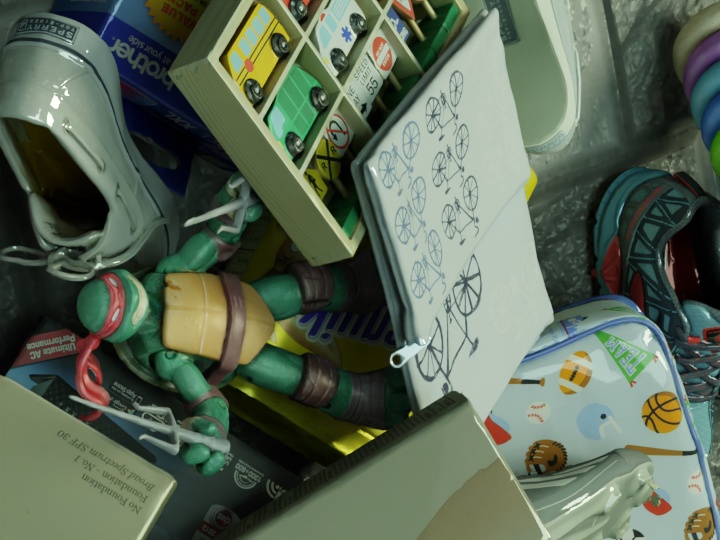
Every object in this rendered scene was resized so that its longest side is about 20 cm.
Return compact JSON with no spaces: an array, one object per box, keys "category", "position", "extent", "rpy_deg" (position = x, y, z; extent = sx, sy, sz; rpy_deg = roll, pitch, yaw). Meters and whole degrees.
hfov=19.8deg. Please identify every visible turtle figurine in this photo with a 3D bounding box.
[{"category":"turtle figurine","position":[-0.065,0.023,1.013],"extent":[0.199,0.100,0.151],"rpy_deg":[8,86,-38]}]

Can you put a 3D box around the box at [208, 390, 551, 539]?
[{"category":"box","position":[-0.017,0.141,0.974],"extent":[0.199,0.095,0.078],"rpy_deg":[-32,91,-1]}]

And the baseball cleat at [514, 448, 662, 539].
[{"category":"baseball cleat","position":[0.083,0.124,1.133],"extent":[0.200,0.106,0.070],"rpy_deg":[-20,141,-51]}]

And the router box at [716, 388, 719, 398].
[{"category":"router box","position":[0.319,0.001,1.360],"extent":[0.149,0.062,0.201],"rpy_deg":[12,90,-34]}]

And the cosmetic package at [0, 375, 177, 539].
[{"category":"cosmetic package","position":[-0.179,0.161,0.975],"extent":[0.103,0.073,0.201],"rpy_deg":[29,80,-2]}]

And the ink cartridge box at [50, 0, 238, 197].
[{"category":"ink cartridge box","position":[-0.079,-0.140,1.094],"extent":[0.136,0.076,0.201],"rpy_deg":[30,81,-31]}]

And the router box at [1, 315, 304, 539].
[{"category":"router box","position":[-0.121,0.139,1.053],"extent":[0.199,0.062,0.150],"rpy_deg":[32,80,-2]}]

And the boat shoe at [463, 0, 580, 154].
[{"category":"boat shoe","position":[0.084,-0.161,1.198],"extent":[0.071,0.070,0.202],"rpy_deg":[24,53,-74]}]

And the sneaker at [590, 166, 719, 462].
[{"category":"sneaker","position":[0.195,0.039,1.275],"extent":[0.079,0.095,0.201],"rpy_deg":[-16,104,-30]}]

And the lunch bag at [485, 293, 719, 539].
[{"category":"lunch bag","position":[0.123,0.117,1.236],"extent":[0.159,0.076,0.201],"rpy_deg":[-20,106,-3]}]

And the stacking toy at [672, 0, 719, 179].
[{"category":"stacking toy","position":[0.245,-0.070,1.240],"extent":[0.085,0.085,0.201],"rpy_deg":[26,41,-32]}]

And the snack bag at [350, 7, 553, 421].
[{"category":"snack bag","position":[0.055,-0.010,1.076],"extent":[0.189,0.021,0.201],"rpy_deg":[-52,136,-52]}]

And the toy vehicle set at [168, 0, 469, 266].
[{"category":"toy vehicle set","position":[-0.014,-0.114,1.026],"extent":[0.124,0.026,0.200],"rpy_deg":[53,41,-27]}]

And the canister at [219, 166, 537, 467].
[{"category":"canister","position":[0.000,0.000,1.154],"extent":[0.148,0.086,0.201],"rpy_deg":[34,76,-30]}]

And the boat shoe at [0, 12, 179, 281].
[{"category":"boat shoe","position":[-0.140,-0.030,1.014],"extent":[0.202,0.074,0.086],"rpy_deg":[83,21,-57]}]
